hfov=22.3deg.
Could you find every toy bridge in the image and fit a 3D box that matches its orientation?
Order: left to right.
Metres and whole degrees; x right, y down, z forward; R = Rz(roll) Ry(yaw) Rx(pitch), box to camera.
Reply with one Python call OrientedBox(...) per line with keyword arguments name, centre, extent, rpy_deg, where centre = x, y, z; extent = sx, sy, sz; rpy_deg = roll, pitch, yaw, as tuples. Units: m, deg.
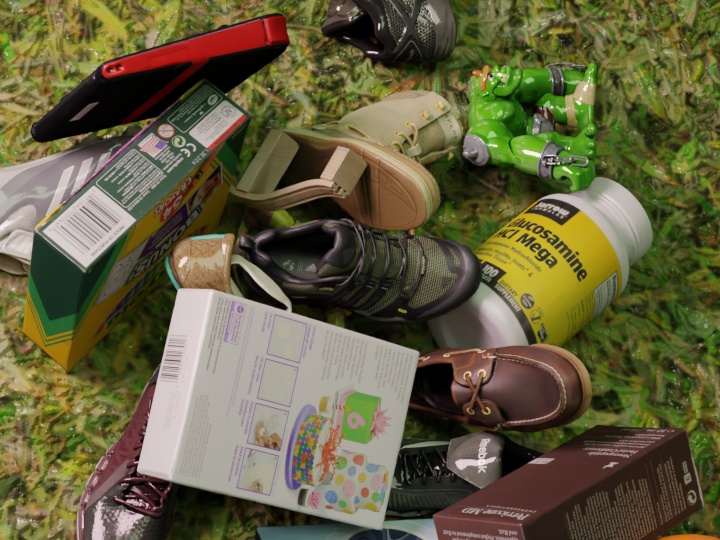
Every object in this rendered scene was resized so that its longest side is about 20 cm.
OrientedBox(name="toy bridge", centre=(-0.080, -0.086, 1.552), extent=(0.027, 0.199, 0.067), rpy_deg=(39, 76, -41))

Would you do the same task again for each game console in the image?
OrientedBox(name="game console", centre=(-0.163, -0.156, 1.486), extent=(0.176, 0.200, 0.031), rpy_deg=(-15, 86, -28))

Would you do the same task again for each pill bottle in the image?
OrientedBox(name="pill bottle", centre=(0.160, 0.005, 1.590), extent=(0.200, 0.113, 0.112), rpy_deg=(-38, 78, -29))

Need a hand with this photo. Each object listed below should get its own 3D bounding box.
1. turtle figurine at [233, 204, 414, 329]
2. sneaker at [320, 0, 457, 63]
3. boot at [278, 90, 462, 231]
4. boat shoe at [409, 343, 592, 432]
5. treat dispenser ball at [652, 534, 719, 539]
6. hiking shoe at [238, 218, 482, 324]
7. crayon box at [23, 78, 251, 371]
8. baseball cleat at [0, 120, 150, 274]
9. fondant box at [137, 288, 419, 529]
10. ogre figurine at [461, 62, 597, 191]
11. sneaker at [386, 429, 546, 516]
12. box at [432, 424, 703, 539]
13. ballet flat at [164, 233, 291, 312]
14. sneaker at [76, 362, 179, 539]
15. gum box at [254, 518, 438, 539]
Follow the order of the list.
OrientedBox(name="turtle figurine", centre=(-0.032, 0.001, 1.564), extent=(0.160, 0.064, 0.201), rpy_deg=(20, 60, -5))
OrientedBox(name="sneaker", centre=(0.008, -0.283, 1.718), extent=(0.114, 0.076, 0.201), rpy_deg=(-9, 71, -27))
OrientedBox(name="boot", centre=(0.037, -0.100, 1.583), extent=(0.155, 0.073, 0.199), rpy_deg=(-22, 26, -34))
OrientedBox(name="boat shoe", centre=(0.101, 0.098, 1.484), extent=(0.070, 0.200, 0.071), rpy_deg=(-7, 91, -35))
OrientedBox(name="treat dispenser ball", centre=(0.254, 0.306, 1.411), extent=(0.200, 0.201, 0.202), rpy_deg=(7, 62, -13))
OrientedBox(name="hiking shoe", centre=(0.000, 0.000, 1.478), extent=(0.199, 0.101, 0.076), rpy_deg=(1, 80, 2))
OrientedBox(name="crayon box", centre=(-0.182, -0.035, 1.477), extent=(0.058, 0.173, 0.200), rpy_deg=(38, 60, 10))
OrientedBox(name="baseball cleat", centre=(-0.247, -0.055, 1.541), extent=(0.199, 0.070, 0.107), rpy_deg=(-18, 85, -21))
OrientedBox(name="fondant box", centre=(-0.060, 0.108, 1.407), extent=(0.199, 0.058, 0.145), rpy_deg=(18, 80, -32))
OrientedBox(name="ogre figurine", centre=(0.154, -0.134, 1.664), extent=(0.119, 0.098, 0.201), rpy_deg=(4, 52, 3))
OrientedBox(name="sneaker", centre=(0.079, 0.162, 1.498), extent=(0.199, 0.091, 0.067), rpy_deg=(8, 60, -12))
OrientedBox(name="box", centre=(0.163, 0.187, 1.419), extent=(0.199, 0.100, 0.075), rpy_deg=(-25, 104, -39))
OrientedBox(name="ballet flat", centre=(-0.082, 0.052, 1.463), extent=(0.072, 0.068, 0.201), rpy_deg=(-23, 113, 9))
OrientedBox(name="sneaker", centre=(-0.163, 0.138, 1.425), extent=(0.075, 0.116, 0.201), rpy_deg=(20, 59, -5))
OrientedBox(name="gum box", centre=(0.030, 0.262, 1.412), extent=(0.199, 0.045, 0.170), rpy_deg=(-1, 30, -17))
